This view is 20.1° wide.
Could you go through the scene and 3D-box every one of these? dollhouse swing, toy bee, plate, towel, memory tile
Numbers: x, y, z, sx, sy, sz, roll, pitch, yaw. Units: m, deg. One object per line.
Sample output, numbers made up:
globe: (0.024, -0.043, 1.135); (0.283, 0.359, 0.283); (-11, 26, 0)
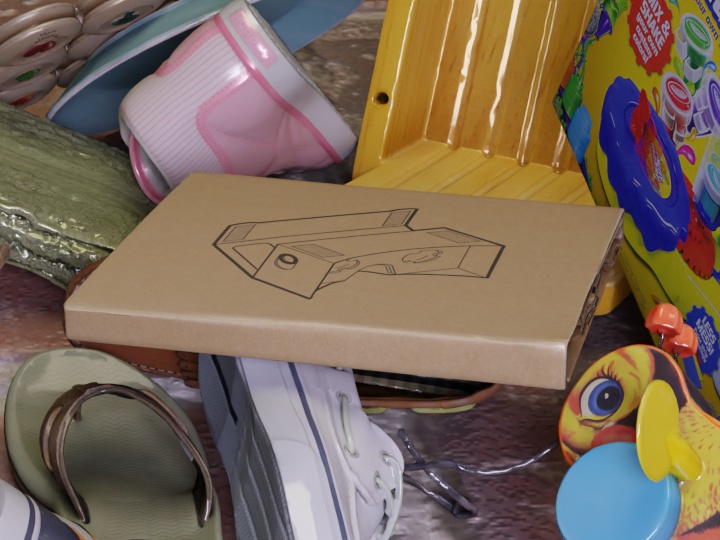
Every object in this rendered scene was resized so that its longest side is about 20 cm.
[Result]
dollhouse swing: (0.086, -0.083, 1.047); (0.199, 0.183, 0.176); (15, 8, 24)
toy bee: (0.113, 0.068, 0.769); (0.199, 0.109, 0.131); (28, -11, 18)
plate: (-0.088, -0.126, 1.128); (0.199, 0.026, 0.200); (-25, -4, -2)
towel: (-0.194, -0.051, 1.026); (0.199, 0.037, 0.149); (21, 21, -9)
memory tile: (-0.117, -0.137, 1.114); (0.199, 0.017, 0.153); (-24, -4, -20)

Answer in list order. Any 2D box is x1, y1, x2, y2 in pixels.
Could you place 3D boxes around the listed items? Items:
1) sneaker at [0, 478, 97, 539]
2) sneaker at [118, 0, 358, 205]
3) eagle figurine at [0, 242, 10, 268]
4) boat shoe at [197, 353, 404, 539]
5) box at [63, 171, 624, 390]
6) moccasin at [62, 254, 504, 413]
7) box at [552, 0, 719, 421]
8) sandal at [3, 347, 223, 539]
sneaker: (-0.152, 0.107, 0.733); (0.079, 0.079, 0.200); (-55, 30, -14)
sneaker: (-0.069, -0.075, 1.072); (0.075, 0.105, 0.200); (51, 4, 12)
eagle figurine: (-0.247, 0.041, 0.731); (0.199, 0.152, 0.152); (-18, 62, 25)
boat shoe: (-0.013, 0.078, 0.783); (0.066, 0.074, 0.200); (4, 37, -18)
box: (0.000, 0.000, 0.838); (0.199, 0.021, 0.164); (6, 22, 13)
moccasin: (-0.033, 0.031, 0.903); (0.200, 0.074, 0.078); (13, 14, 0)
box: (0.194, -0.059, 0.876); (0.121, 0.193, 0.201); (-8, 59, -20)
sandal: (-0.091, 0.079, 0.806); (0.079, 0.058, 0.201); (-7, 27, -18)
